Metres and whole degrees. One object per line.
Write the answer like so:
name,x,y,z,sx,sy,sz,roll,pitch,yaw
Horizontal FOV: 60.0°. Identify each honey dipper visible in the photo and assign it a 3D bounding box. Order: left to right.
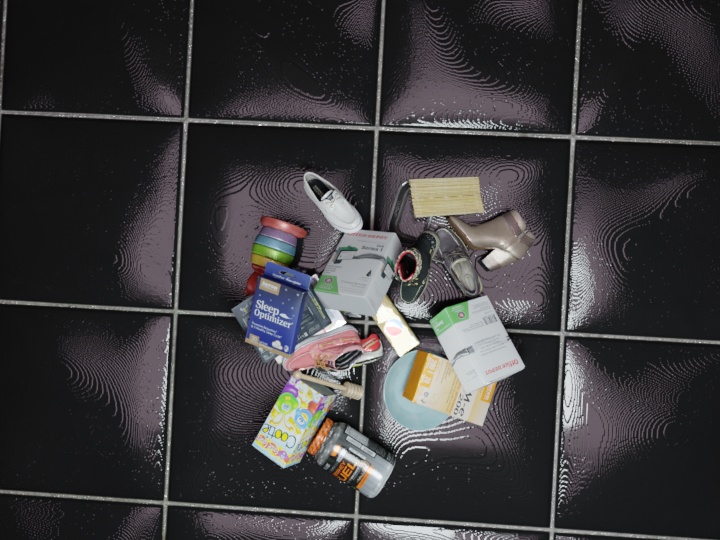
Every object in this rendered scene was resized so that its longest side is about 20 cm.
honey dipper,-0.081,0.280,1.540,0.200,0.038,0.038,22,91,-33

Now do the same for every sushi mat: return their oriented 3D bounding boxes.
sushi mat,0.215,-0.185,1.553,0.200,0.012,0.096,-6,87,-21

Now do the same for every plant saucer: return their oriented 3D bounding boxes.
plant saucer,0.148,0.297,1.567,0.201,0.039,0.201,0,90,-15

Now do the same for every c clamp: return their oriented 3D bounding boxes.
c clamp,0.152,-0.129,1.578,0.171,0.027,0.200,12,89,20

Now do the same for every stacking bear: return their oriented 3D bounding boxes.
stacking bear,-0.224,-0.025,1.555,0.121,0.114,0.200,18,87,2

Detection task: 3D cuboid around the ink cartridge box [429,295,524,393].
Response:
ink cartridge box,0.279,0.177,1.498,0.146,0.084,0.200,-12,68,-34

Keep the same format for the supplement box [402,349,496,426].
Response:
supplement box,0.220,0.287,1.529,0.200,0.074,0.126,21,84,-16

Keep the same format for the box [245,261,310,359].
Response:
box,-0.190,0.090,1.429,0.121,0.032,0.200,19,105,17

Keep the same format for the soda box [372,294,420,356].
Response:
soda box,0.068,0.115,1.571,0.064,0.068,0.200,-36,88,3

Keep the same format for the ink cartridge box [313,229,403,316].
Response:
ink cartridge box,0.000,0.000,1.499,0.146,0.084,0.200,7,55,30

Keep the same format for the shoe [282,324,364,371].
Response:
shoe,-0.089,0.206,1.501,0.200,0.091,0.072,-24,127,-4

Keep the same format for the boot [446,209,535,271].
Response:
boot,0.332,-0.100,1.559,0.146,0.070,0.200,-41,98,4

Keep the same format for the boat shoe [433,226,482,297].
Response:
boat shoe,0.245,-0.023,1.564,0.072,0.065,0.200,-27,86,6

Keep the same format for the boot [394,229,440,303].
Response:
boot,0.117,0.011,1.502,0.073,0.154,0.204,26,118,15

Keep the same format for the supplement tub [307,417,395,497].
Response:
supplement tub,-0.024,0.460,1.548,0.200,0.123,0.123,32,91,2

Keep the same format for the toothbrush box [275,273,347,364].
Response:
toothbrush box,-0.154,0.120,1.573,0.200,0.086,0.146,-31,89,1

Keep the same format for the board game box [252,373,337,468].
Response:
board game box,-0.161,0.370,1.551,0.103,0.105,0.200,30,92,19

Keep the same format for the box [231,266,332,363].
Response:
box,-0.188,0.107,1.476,0.200,0.051,0.158,-33,89,23

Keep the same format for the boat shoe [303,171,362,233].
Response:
boat shoe,-0.072,-0.173,1.547,0.072,0.066,0.200,-37,66,-6

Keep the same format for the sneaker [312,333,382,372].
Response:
sneaker,-0.044,0.206,1.586,0.200,0.077,0.085,-11,69,1
